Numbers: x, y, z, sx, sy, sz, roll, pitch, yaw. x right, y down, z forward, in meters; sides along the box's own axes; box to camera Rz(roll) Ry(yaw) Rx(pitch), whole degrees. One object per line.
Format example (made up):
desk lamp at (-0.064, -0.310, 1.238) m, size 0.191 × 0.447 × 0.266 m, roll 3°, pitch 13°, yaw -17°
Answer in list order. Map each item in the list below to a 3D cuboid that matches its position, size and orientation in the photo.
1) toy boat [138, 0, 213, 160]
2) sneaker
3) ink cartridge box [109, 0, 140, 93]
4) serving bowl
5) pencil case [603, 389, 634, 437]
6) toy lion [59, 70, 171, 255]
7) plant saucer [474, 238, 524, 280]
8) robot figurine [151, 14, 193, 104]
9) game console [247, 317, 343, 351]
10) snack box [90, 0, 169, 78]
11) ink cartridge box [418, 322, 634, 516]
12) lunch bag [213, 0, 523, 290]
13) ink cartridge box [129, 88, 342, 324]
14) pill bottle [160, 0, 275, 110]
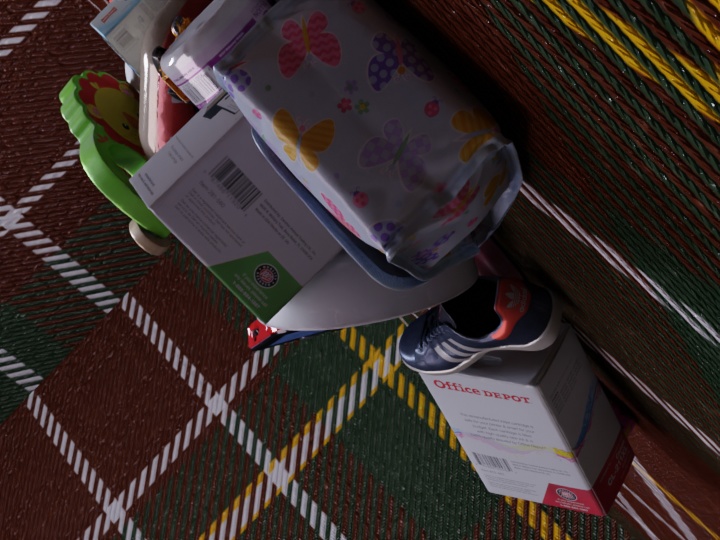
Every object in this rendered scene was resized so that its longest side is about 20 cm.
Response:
toy boat at (-0.146, -0.179, 1.567) m, size 0.129 × 0.131 × 0.201 m, roll 18°, pitch 134°, yaw 10°
sneaker at (0.087, 0.041, 1.398) m, size 0.084 × 0.076 × 0.199 m, roll 24°, pitch 152°, yaw -33°
ink cartridge box at (-0.258, -0.298, 1.722) m, size 0.200 × 0.057 × 0.164 m, roll 38°, pitch 139°, yaw 41°
serving bowl at (0.000, -0.010, 1.342) m, size 0.200 × 0.198 × 0.067 m, roll -144°, pitch 41°, yaw -71°
pencil case at (0.199, 0.126, 1.659) m, size 0.200 × 0.088 × 0.088 m, roll 43°, pitch 177°, yaw 19°
toy lion at (-0.245, -0.130, 1.660) m, size 0.191 × 0.069 × 0.200 m, roll 41°, pitch -157°, yaw -10°
plant saucer at (0.076, -0.031, 1.499) m, size 0.200 × 0.051 × 0.201 m, roll 45°, pitch 176°, yaw 4°
robot figurine at (-0.102, -0.166, 1.459) m, size 0.199 × 0.144 × 0.059 m, roll 38°, pitch -137°, yaw -26°
game console at (-0.014, 0.041, 1.483) m, size 0.200 × 0.175 × 0.031 m, roll 148°, pitch 111°, yaw -76°
snack box at (-0.185, -0.236, 1.646) m, size 0.037 × 0.116 × 0.200 m, roll 42°, pitch 175°, yaw 39°
ink cartridge box at (0.165, 0.138, 1.525) m, size 0.145 × 0.083 × 0.201 m, roll 7°, pitch 140°, yaw 39°
lunch bag at (0.012, -0.081, 1.003) m, size 0.170 × 0.127 × 0.200 m, roll 46°, pitch -176°, yaw 11°
ink cartridge box at (-0.061, -0.083, 1.246) m, size 0.146 × 0.200 × 0.084 m, roll 47°, pitch 179°, yaw -30°
pill bottle at (-0.068, -0.145, 1.345) m, size 0.200 × 0.112 × 0.112 m, roll 46°, pitch 177°, yaw -16°
